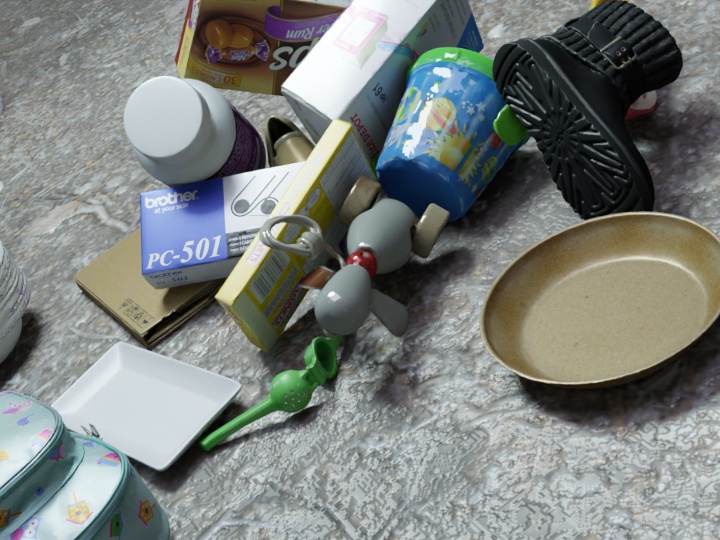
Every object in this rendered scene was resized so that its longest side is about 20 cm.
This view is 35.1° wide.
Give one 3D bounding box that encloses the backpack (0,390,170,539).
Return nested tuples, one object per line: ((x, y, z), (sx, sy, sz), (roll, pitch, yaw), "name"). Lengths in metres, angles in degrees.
((-0.255, 0.194, 0.868), (0.199, 0.154, 0.176), (13, 44, 36), "backpack")

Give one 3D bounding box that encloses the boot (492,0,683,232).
((0.231, -0.143, 1.011), (0.157, 0.212, 0.079), (-22, -14, -31), "boot")

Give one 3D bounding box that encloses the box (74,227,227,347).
((-0.207, -0.005, 1.228), (0.163, 0.021, 0.200), (-38, 34, -18), "box")

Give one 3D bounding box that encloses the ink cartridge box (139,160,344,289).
((-0.120, -0.046, 1.141), (0.199, 0.044, 0.095), (-11, 66, 8), "ink cartridge box")

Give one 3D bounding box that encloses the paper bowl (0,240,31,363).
((-0.452, 0.058, 1.236), (0.200, 0.105, 0.201), (-19, 34, 13), "paper bowl")

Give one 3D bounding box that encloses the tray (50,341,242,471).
((-0.199, 0.125, 1.040), (0.199, 0.022, 0.107), (12, 48, 44), "tray")

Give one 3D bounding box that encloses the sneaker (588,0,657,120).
((0.250, -0.214, 1.145), (0.077, 0.082, 0.201), (-13, 36, 18), "sneaker")

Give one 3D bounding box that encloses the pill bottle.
((-0.175, -0.137, 1.199), (0.112, 0.113, 0.200), (-22, -10, 6), "pill bottle")

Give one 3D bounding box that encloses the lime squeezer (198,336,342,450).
((-0.050, 0.090, 0.984), (0.200, 0.038, 0.071), (-45, 6, -25), "lime squeezer")

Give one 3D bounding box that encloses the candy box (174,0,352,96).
((-0.088, -0.249, 1.216), (0.199, 0.117, 0.057), (5, 38, -23), "candy box")

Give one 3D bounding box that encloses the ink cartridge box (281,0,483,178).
((0.027, -0.212, 1.183), (0.085, 0.145, 0.200), (38, 85, 26), "ink cartridge box")

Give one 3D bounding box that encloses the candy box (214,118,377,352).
((-0.054, -0.032, 1.038), (0.026, 0.102, 0.201), (25, 72, 24), "candy box")

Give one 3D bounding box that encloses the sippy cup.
((0.083, -0.122, 1.101), (0.139, 0.178, 0.131), (25, 63, 8), "sippy cup")

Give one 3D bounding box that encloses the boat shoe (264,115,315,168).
((-0.069, -0.114, 1.233), (0.071, 0.076, 0.200), (-30, 33, -9), "boat shoe")

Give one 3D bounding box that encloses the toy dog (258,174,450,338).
((0.000, 0.000, 1.005), (0.132, 0.097, 0.200), (39, 42, 21), "toy dog")

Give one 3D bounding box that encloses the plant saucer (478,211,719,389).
((0.192, 0.029, 0.886), (0.199, 0.036, 0.201), (-18, 33, 12), "plant saucer")
